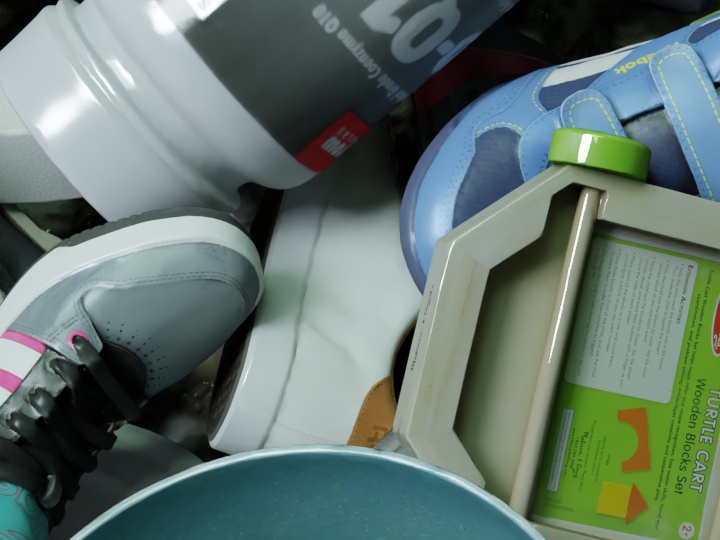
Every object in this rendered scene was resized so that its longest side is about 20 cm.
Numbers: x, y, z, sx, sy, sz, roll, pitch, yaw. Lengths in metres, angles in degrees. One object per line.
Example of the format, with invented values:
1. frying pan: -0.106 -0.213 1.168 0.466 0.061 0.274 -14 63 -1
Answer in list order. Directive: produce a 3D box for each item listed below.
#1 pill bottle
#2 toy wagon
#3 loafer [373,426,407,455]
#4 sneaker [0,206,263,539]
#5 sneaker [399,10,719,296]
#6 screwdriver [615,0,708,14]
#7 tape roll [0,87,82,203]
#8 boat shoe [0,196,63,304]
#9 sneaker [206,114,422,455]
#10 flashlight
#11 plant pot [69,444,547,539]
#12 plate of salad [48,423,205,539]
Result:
1. pill bottle: -0.021 -0.102 0.796 0.200 0.114 0.114 -40 50 8
2. toy wagon: 0.113 0.046 0.740 0.199 0.040 0.156 14 89 -12
3. loafer: 0.083 0.038 0.794 0.199 0.072 0.063 -27 30 -9
4. sneaker: -0.110 0.068 0.753 0.199 0.084 0.121 -32 43 8
5. sneaker: 0.103 -0.046 0.792 0.199 0.074 0.082 -29 12 -20
6. screwdriver: 0.037 -0.134 0.855 0.199 0.028 0.029 21 85 7
7. tape roll: -0.136 -0.101 0.937 0.201 0.037 0.203 2 39 -1
8. boat shoe: -0.169 -0.001 0.887 0.062 0.073 0.200 -15 34 -42
9. sneaker: 0.000 0.000 0.857 0.084 0.073 0.201 19 48 -9
10. flashlight: 0.043 -0.117 0.892 0.068 0.067 0.201 -40 48 45
11. plant pot: -0.010 0.171 0.674 0.199 0.135 0.201 -8 56 12
12. plate of salad: -0.127 0.135 0.800 0.199 0.048 0.201 -8 46 9
